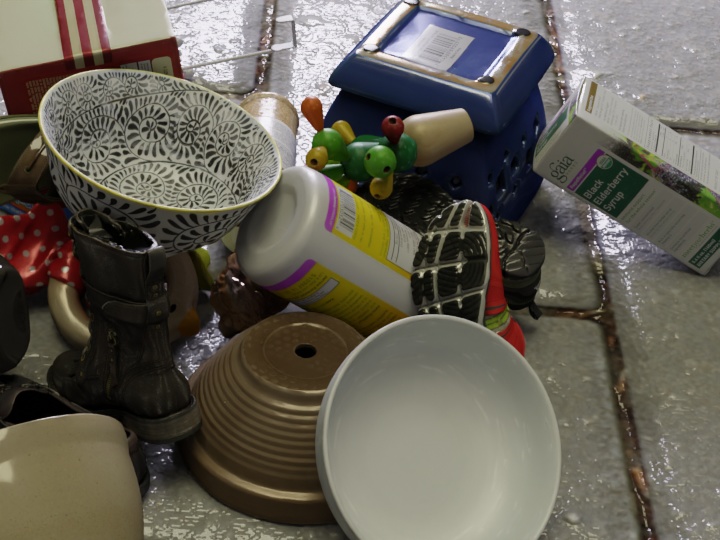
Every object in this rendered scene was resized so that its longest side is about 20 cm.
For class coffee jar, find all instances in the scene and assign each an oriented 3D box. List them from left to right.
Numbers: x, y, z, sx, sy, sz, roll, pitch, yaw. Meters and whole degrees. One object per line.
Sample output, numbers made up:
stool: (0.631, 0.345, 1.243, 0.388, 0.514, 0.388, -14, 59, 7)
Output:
coffee jar: (-0.343, 0.011, 1.260, 0.085, 0.105, 0.200, -18, 31, -30)

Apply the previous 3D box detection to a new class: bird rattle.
bird rattle: (-0.215, 0.001, 1.333, 0.199, 0.113, 0.163, -8, 56, -14)

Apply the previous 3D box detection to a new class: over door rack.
over door rack: (-0.169, -0.245, 1.665, 0.199, 0.067, 0.148, -22, 41, -2)

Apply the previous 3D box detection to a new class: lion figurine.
lion figurine: (-0.045, 0.001, 1.369, 0.199, 0.073, 0.123, -10, 39, -22)

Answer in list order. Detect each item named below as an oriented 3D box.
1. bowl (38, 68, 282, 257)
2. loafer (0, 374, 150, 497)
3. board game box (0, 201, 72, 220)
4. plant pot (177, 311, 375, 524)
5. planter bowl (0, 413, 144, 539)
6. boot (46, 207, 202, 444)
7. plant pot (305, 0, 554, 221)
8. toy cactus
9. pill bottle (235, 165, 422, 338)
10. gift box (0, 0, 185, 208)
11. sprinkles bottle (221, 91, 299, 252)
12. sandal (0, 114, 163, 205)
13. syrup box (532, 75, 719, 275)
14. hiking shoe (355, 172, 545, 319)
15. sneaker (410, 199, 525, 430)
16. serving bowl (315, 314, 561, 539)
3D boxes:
bowl: (-0.172, -0.072, 1.260, 0.200, 0.094, 0.201, 14, 35, -10)
loafer: (-0.247, 0.115, 1.202, 0.200, 0.063, 0.072, 23, 40, 21)
board game box: (-0.258, -0.109, 1.508, 0.152, 0.045, 0.200, 23, 40, 21)
plant pot: (-0.045, 0.098, 1.229, 0.200, 0.093, 0.201, 5, 37, -3)
planter bowl: (-0.226, 0.200, 1.012, 0.200, 0.200, 0.135, -16, 69, -26)
boot: (-0.194, 0.033, 1.201, 0.069, 0.175, 0.200, -28, 27, -37)
plant pot: (0.072, -0.143, 1.488, 0.199, 0.180, 0.200, 20, 39, 15)
toy cactus: (0.015, -0.110, 1.343, 0.165, 0.200, 0.103, -20, 88, -15)
pill bottle: (0.000, 0.000, 1.293, 0.200, 0.104, 0.104, 31, 24, -33)
gift box: (-0.232, -0.180, 1.422, 0.199, 0.185, 0.187, -10, 42, -11)
sprinkles bottle: (-0.096, -0.095, 1.493, 0.068, 0.068, 0.200, 4, 37, -2)
sandal: (-0.261, -0.093, 1.317, 0.200, 0.080, 0.057, -12, 35, -10)
syrup box: (0.270, -0.090, 1.471, 0.200, 0.079, 0.082, 30, 38, -8)
hiking shoe: (0.074, -0.015, 1.391, 0.200, 0.101, 0.076, 28, 56, 28)
sneaker: (0.096, 0.042, 1.263, 0.077, 0.201, 0.085, 0, 5, 40)
serving bowl: (0.051, 0.137, 1.160, 0.199, 0.066, 0.201, 6, 75, -24)
